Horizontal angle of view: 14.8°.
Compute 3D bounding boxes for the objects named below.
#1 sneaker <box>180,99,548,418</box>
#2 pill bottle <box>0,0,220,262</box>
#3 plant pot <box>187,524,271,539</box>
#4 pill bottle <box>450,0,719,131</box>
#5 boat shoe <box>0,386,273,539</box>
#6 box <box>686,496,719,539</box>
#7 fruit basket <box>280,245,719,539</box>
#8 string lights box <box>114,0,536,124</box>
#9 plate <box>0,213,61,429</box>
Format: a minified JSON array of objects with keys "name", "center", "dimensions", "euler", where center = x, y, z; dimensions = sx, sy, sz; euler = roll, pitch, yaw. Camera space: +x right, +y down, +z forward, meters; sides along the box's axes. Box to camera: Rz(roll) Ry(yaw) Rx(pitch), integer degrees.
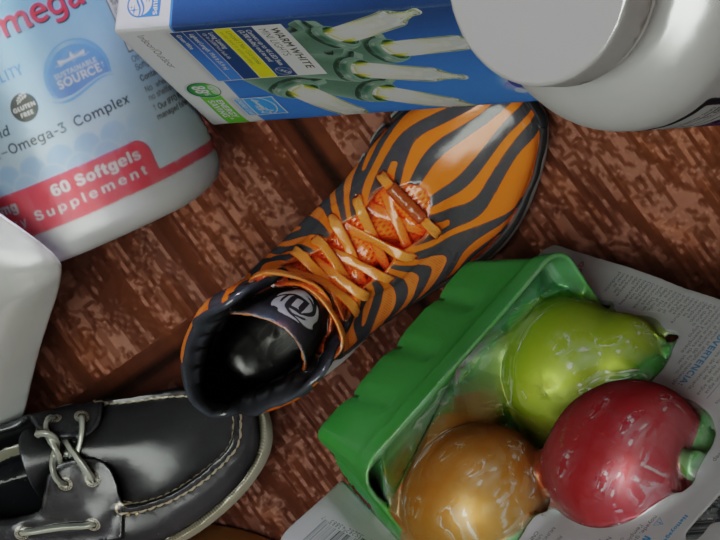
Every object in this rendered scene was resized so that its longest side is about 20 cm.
[{"name":"sneaker","center":[0.000,0.000,1.192],"dimensions":[0.078,0.112,0.200],"euler":[43,112,0]},{"name":"pill bottle","center":[-0.146,-0.110,1.206],"dimensions":[0.108,0.109,0.201],"euler":[-21,99,21]},{"name":"plant pot","center":[-0.087,0.234,1.274],"dimensions":[0.199,0.140,0.201],"euler":[4,107,15]},{"name":"pill bottle","center":[0.122,-0.109,1.019],"dimensions":[0.112,0.200,0.113],"euler":[4,96,39]},{"name":"boat shoe","center":[-0.138,0.098,1.273],"dimensions":[0.199,0.063,0.073],"euler":[-18,66,16]},{"name":"box","center":[0.230,0.144,1.161],"dimensions":[0.199,0.050,0.158],"euler":[-2,135,18]},{"name":"fruit basket","center":[0.087,0.078,1.127],"dimensions":[0.200,0.185,0.094],"euler":[24,155,44]},{"name":"string lights box","center":[0.011,-0.112,1.148],"dimensions":[0.199,0.103,0.059],"euler":[-3,69,23]},{"name":"plate","center":[-0.233,-0.005,1.245],"dimensions":[0.199,0.032,0.200],"euler":[35,149,5]}]
